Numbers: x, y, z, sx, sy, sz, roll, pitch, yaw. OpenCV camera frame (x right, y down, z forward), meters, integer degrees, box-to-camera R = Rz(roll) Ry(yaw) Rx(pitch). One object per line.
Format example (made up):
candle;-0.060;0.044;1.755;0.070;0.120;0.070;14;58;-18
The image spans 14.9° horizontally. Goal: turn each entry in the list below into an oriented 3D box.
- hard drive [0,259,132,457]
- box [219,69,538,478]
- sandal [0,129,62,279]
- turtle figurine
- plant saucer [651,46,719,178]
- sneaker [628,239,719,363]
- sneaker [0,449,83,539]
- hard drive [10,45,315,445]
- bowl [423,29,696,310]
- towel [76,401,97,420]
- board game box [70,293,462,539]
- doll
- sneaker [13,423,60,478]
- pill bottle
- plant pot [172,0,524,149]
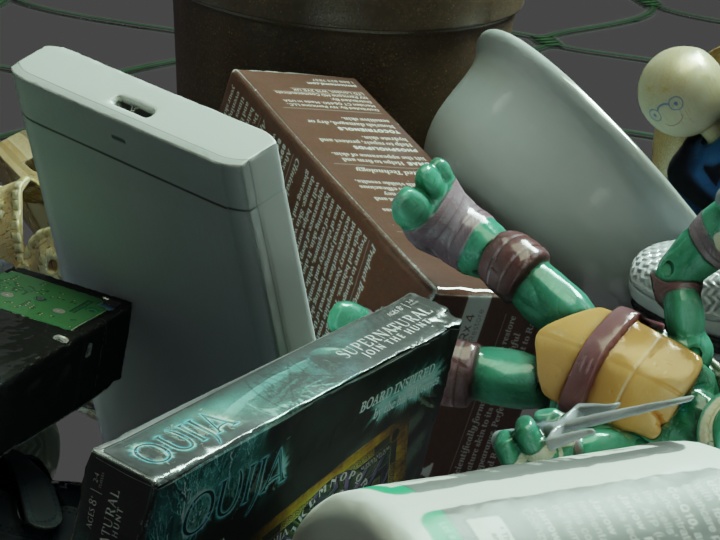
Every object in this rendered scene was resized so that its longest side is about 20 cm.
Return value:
hard drive;-0.185;0.033;0.978;0.139;0.038;0.200;17;20;16
box;0.000;0.000;1.216;0.075;0.101;0.200;2;30;-31
sandal;-0.151;-0.008;1.255;0.069;0.078;0.212;-29;22;-11
turtle figurine;0.091;0.034;1.041;0.199;0.101;0.150;20;54;28
plant saucer;0.214;-0.014;1.267;0.199;0.201;0.035;17;42;29
sneaker;0.208;0.054;1.159;0.199;0.116;0.075;7;19;10
sneaker;-0.154;0.091;1.007;0.199;0.080;0.078;-6;21;-35
hard drive;-0.065;0.022;1.048;0.027;0.201;0.132;-34;40;-31
bowl;0.090;-0.007;1.271;0.090;0.201;0.201;-41;32;-5
towel;-0.097;0.030;1.270;0.199;0.031;0.149;18;23;30
board game box;-0.037;0.095;0.939;0.028;0.136;0.200;24;25;24
doll;0.195;-0.020;1.212;0.048;0.200;0.136;-46;9;-39
sneaker;-0.225;0.052;1.094;0.199;0.077;0.111;4;12;-25
pill bottle;0.081;0.119;0.941;0.199;0.114;0.113;-6;22;-30
plant pot;-0.012;-0.094;1.389;0.199;0.199;0.200;4;19;-2
